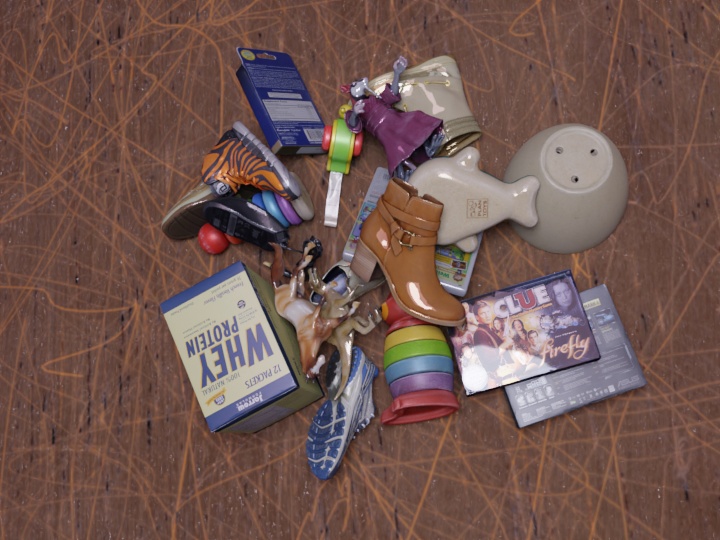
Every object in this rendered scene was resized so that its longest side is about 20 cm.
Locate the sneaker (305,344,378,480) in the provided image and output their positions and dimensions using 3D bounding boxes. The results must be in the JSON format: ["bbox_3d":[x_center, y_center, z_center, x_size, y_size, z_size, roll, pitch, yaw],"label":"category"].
[{"bbox_3d":[-0.015,0.218,1.045,0.077,0.085,0.202,-5,60,47],"label":"sneaker"}]

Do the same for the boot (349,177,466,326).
[{"bbox_3d":[0.088,-0.025,0.985,0.199,0.074,0.156,30,113,11],"label":"boot"}]

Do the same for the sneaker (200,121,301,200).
[{"bbox_3d":[-0.177,-0.143,1.094,0.112,0.078,0.200,-45,51,-1],"label":"sneaker"}]

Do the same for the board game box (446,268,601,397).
[{"bbox_3d":[0.231,0.092,1.018,0.197,0.035,0.137,-17,72,7],"label":"board game box"}]

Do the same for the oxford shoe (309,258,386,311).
[{"bbox_3d":[0.000,0.000,1.105,0.200,0.074,0.071,-45,74,-3],"label":"oxford shoe"}]

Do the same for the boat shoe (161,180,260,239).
[{"bbox_3d":[-0.254,-0.129,1.187,0.198,0.072,0.077,-30,54,-3],"label":"boat shoe"}]

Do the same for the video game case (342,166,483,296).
[{"bbox_3d":[0.092,-0.066,1.097,0.197,0.022,0.184,17,60,8],"label":"video game case"}]

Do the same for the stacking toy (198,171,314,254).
[{"bbox_3d":[-0.179,-0.083,1.156,0.198,0.085,0.086,-27,74,8],"label":"stacking toy"}]

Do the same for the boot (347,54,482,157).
[{"bbox_3d":[0.089,-0.253,1.154,0.198,0.073,0.157,-19,76,2],"label":"boot"}]

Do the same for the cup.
[{"bbox_3d":[0.316,-0.141,1.053,0.197,0.143,0.203,-2,77,9],"label":"cup"}]

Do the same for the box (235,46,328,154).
[{"bbox_3d":[-0.133,-0.286,1.176,0.032,0.120,0.202,-38,70,42],"label":"box"}]

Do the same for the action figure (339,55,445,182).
[{"bbox_3d":[0.044,-0.234,1.101,0.133,0.150,0.200,-34,63,-21],"label":"action figure"}]

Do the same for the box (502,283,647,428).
[{"bbox_3d":[0.300,0.129,1.040,0.198,0.051,0.160,-21,75,5],"label":"box"}]

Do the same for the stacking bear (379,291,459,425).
[{"bbox_3d":[0.079,0.117,1.052,0.112,0.122,0.203,-2,66,-13],"label":"stacking bear"}]

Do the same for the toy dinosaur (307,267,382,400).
[{"bbox_3d":[-0.020,0.084,1.041,0.100,0.058,0.202,-23,71,19],"label":"toy dinosaur"}]

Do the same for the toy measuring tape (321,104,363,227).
[{"bbox_3d":[-0.036,-0.175,1.139,0.072,0.074,0.203,8,87,11],"label":"toy measuring tape"}]

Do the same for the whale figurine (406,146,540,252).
[{"bbox_3d":[0.164,-0.108,1.037,0.197,0.104,0.161,-1,112,9],"label":"whale figurine"}]

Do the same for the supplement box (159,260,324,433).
[{"bbox_3d":[-0.169,0.123,1.038,0.133,0.200,0.202,-28,75,1],"label":"supplement box"}]

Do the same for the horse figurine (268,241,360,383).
[{"bbox_3d":[-0.081,0.047,1.018,0.200,0.050,0.133,49,118,31],"label":"horse figurine"}]

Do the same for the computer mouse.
[{"bbox_3d":[-0.153,-0.055,1.109,0.198,0.141,0.046,22,60,0],"label":"computer mouse"}]
